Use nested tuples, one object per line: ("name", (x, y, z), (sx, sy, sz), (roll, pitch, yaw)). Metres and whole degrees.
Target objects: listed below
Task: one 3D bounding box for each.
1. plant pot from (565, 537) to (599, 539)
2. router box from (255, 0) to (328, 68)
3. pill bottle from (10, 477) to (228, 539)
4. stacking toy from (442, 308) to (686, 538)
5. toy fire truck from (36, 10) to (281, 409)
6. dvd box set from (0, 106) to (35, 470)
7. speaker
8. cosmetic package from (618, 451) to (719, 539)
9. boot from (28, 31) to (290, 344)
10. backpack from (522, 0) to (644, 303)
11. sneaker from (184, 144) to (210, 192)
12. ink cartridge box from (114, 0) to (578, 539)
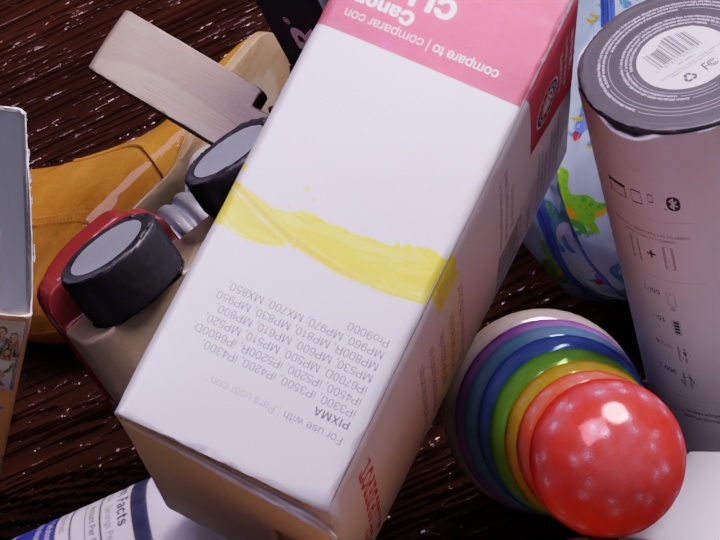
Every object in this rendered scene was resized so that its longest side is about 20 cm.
("plant pot", (0.025, 0.183, 0.706), (0.182, 0.201, 0.200), (-23, 38, -19))
("router box", (0.037, -0.121, 0.989), (0.051, 0.201, 0.149), (14, 56, 42))
("pill bottle", (-0.094, 0.151, 0.847), (0.199, 0.116, 0.116), (-24, 40, 5))
("stacking toy", (0.083, 0.060, 0.790), (0.085, 0.086, 0.200), (-31, 3, -3))
("toy fire truck", (-0.073, -0.033, 0.927), (0.176, 0.129, 0.200), (-40, 21, -12))
("dvd box set", (-0.178, 0.047, 0.954), (0.029, 0.201, 0.147), (6, 38, -16))
("speaker", (0.139, -0.005, 0.811), (0.080, 0.201, 0.082), (-11, 42, 10))
("cosmetic package", (0.170, 0.106, 0.701), (0.051, 0.083, 0.200), (-43, 11, -19))
("boot", (-0.132, -0.049, 1.109), (0.143, 0.071, 0.202), (6, 55, 32))
("backpack", (0.136, -0.079, 0.940), (0.153, 0.163, 0.201), (-25, 46, 17))
("sneaker", (-0.014, -0.003, 0.989), (0.111, 0.077, 0.201), (-25, 42, 8))
("ink cartridge box", (0.000, 0.000, 0.750), (0.083, 0.145, 0.201), (23, 74, 10))
